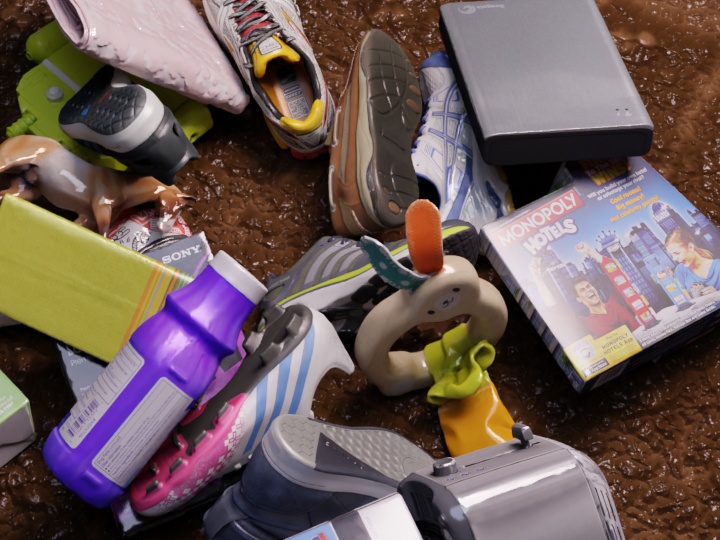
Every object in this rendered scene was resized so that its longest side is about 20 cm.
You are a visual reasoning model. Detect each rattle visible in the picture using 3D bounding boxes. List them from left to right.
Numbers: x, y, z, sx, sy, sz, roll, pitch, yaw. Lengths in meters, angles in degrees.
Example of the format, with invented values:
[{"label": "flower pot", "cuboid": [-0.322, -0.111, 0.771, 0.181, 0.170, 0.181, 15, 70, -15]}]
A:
[{"label": "rattle", "cuboid": [0.062, 0.062, 1.346, 0.128, 0.201, 0.144, -1, 57, -3]}]

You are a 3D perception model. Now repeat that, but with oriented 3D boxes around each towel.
[{"label": "towel", "cuboid": [-0.193, 0.021, 1.355, 0.198, 0.018, 0.087, 25, 90, -3]}, {"label": "towel", "cuboid": [-0.195, -0.225, 1.501, 0.032, 0.199, 0.192, -44, 57, 21]}]

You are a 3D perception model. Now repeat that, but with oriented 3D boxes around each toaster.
[{"label": "toaster", "cuboid": [0.117, 0.214, 1.283, 0.128, 0.113, 0.202, -21, 101, -18]}]

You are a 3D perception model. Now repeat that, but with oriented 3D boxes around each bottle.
[{"label": "bottle", "cuboid": [-0.147, 0.077, 1.307, 0.065, 0.083, 0.201, 40, 87, -18]}]

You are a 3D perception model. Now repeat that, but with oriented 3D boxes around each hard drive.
[{"label": "hard drive", "cuboid": [0.150, -0.161, 1.493, 0.138, 0.033, 0.201, -4, 39, -7]}]

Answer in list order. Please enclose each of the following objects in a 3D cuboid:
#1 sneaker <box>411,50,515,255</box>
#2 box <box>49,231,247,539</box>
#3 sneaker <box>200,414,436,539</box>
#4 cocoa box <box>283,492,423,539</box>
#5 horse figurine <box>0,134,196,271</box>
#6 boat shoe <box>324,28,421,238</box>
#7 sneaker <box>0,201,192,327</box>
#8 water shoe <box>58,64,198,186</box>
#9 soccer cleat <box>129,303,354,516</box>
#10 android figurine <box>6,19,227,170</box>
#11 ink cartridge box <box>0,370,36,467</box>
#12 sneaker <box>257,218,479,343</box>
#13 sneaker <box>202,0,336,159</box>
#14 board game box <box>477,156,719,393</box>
[{"label": "sneaker", "cuboid": [0.068, -0.102, 1.526, 0.087, 0.076, 0.202, -10, 58, -8]}, {"label": "box", "cuboid": [-0.152, 0.086, 1.384, 0.142, 0.036, 0.202, -20, 80, -14]}, {"label": "sneaker", "cuboid": [-0.026, 0.188, 1.342, 0.201, 0.147, 0.077, 19, 27, -38]}, {"label": "cocoa box", "cuboid": [0.007, 0.286, 1.242, 0.130, 0.134, 0.201, -20, 60, -14]}, {"label": "horse figurine", "cuboid": [-0.247, -0.059, 1.429, 0.198, 0.050, 0.133, 20, 48, 14]}, {"label": "boat shoe", "cuboid": [0.002, -0.114, 1.500, 0.073, 0.075, 0.202, -26, 44, 33]}, {"label": "sneaker", "cuboid": [-0.218, 0.018, 1.443, 0.200, 0.068, 0.108, -27, 60, -21]}, {"label": "water shoe", "cuboid": [-0.189, -0.110, 1.451, 0.072, 0.079, 0.200, -45, 23, -3]}, {"label": "soccer cleat", "cuboid": [-0.083, 0.118, 1.337, 0.200, 0.086, 0.070, -48, 29, -6]}, {"label": "android figurine", "cuboid": [-0.217, -0.157, 1.572, 0.199, 0.041, 0.182, -38, 67, -25]}, {"label": "ink cartridge box", "cuboid": [-0.359, 0.085, 1.395, 0.117, 0.068, 0.200, -38, 67, -22]}, {"label": "sneaker", "cuboid": [0.000, 0.000, 1.433, 0.198, 0.074, 0.082, -23, 49, 12]}, {"label": "sneaker", "cuboid": [-0.076, -0.196, 1.538, 0.077, 0.082, 0.201, -30, 82, -2]}, {"label": "board game box", "cuboid": [0.195, -0.020, 1.458, 0.199, 0.062, 0.201, -24, 69, -24]}]
